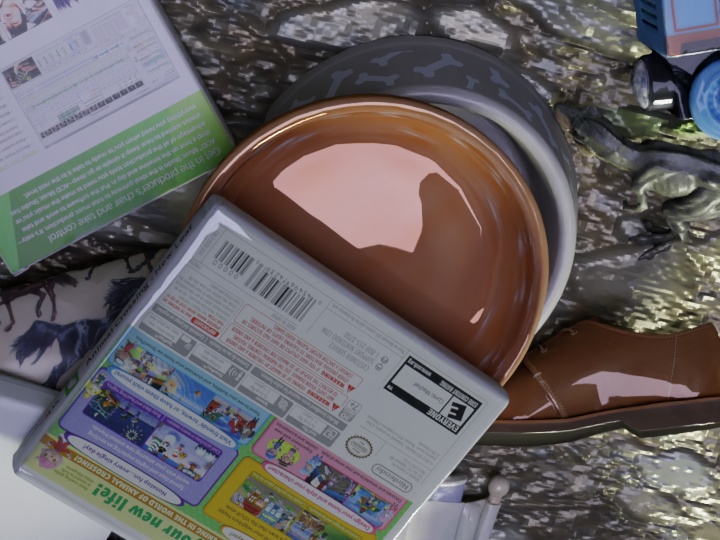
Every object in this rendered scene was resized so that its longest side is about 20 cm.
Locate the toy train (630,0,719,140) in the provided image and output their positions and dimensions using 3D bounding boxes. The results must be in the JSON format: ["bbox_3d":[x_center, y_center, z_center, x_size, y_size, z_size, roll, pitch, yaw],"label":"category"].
[{"bbox_3d":[0.241,-0.139,1.143,0.198,0.087,0.115,-9,106,-3],"label":"toy train"}]

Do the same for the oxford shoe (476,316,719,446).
[{"bbox_3d":[0.115,0.065,1.228,0.198,0.071,0.072,-6,82,-2],"label":"oxford shoe"}]

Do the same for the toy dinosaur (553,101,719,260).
[{"bbox_3d":[0.198,-0.040,1.179,0.198,0.048,0.088,13,150,3],"label":"toy dinosaur"}]

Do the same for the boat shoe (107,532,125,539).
[{"bbox_3d":[-0.130,0.142,1.220,0.199,0.057,0.067,28,106,-16],"label":"boat shoe"}]

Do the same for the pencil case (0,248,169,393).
[{"bbox_3d":[-0.175,0.041,1.166,0.198,0.089,0.078,-12,84,-3],"label":"pencil case"}]

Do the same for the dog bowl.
[{"bbox_3d":[0.029,-0.025,1.174,0.198,0.059,0.202,-3,112,-7],"label":"dog bowl"}]

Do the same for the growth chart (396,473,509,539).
[{"bbox_3d":[-0.005,0.153,1.234,0.199,0.018,0.146,13,110,-28],"label":"growth chart"}]

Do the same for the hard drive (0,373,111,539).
[{"bbox_3d":[-0.224,0.105,1.134,0.199,0.026,0.132,19,122,-24],"label":"hard drive"}]

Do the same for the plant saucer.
[{"bbox_3d":[0.000,0.000,1.130,0.198,0.037,0.202,-2,111,-6],"label":"plant saucer"}]

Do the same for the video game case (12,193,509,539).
[{"bbox_3d":[-0.052,0.083,1.120,0.199,0.022,0.182,33,104,-22],"label":"video game case"}]

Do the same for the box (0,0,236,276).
[{"bbox_3d":[-0.172,-0.115,1.128,0.144,0.036,0.201,-26,111,4],"label":"box"}]
